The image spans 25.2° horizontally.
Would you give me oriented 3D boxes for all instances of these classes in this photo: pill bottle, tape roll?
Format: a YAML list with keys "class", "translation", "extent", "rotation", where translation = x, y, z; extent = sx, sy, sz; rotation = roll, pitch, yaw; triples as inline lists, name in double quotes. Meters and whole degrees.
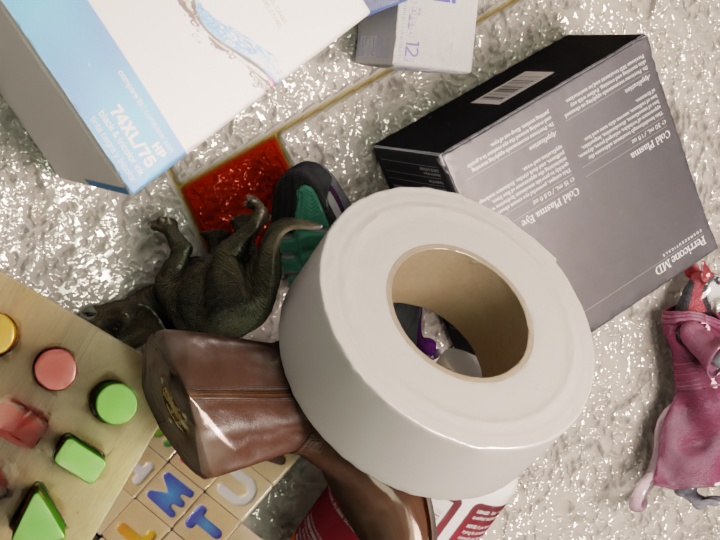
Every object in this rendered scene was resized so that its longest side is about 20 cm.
- class: "pill bottle"
  translation: [0.040, 0.160, 1.149]
  extent: [0.113, 0.113, 0.200]
  rotation: [26, 107, -29]
- class: "tape roll"
  translation: [0.051, 0.044, 1.047]
  extent: [0.202, 0.071, 0.203]
  rotation: [15, 49, -19]

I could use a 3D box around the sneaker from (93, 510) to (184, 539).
- class: "sneaker"
  translation: [-0.119, 0.203, 1.094]
  extent: [0.199, 0.076, 0.088]
  rotation: [9, 84, -5]

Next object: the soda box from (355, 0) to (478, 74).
- class: "soda box"
  translation: [0.047, -0.243, 1.153]
  extent: [0.068, 0.063, 0.201]
  rotation: [2, 97, -27]

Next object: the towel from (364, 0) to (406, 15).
- class: "towel"
  translation: [-0.030, -0.256, 1.070]
  extent: [0.200, 0.147, 0.024]
  rotation: [56, 41, -25]

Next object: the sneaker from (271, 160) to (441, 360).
- class: "sneaker"
  translation: [0.000, 0.000, 1.173]
  extent: [0.087, 0.074, 0.200]
  rotation: [-38, 122, -37]

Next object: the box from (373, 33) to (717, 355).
- class: "box"
  translation: [0.141, -0.054, 1.211]
  extent: [0.200, 0.104, 0.183]
  rotation: [-30, 110, -21]

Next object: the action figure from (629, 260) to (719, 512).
- class: "action figure"
  translation: [0.283, 0.087, 1.336]
  extent: [0.148, 0.134, 0.201]
  rotation: [-12, 92, 16]

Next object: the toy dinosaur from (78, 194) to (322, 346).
- class: "toy dinosaur"
  translation: [-0.093, 0.011, 1.079]
  extent: [0.077, 0.199, 0.103]
  rotation: [22, 62, -55]

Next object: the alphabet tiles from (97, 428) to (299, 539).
- class: "alphabet tiles"
  translation: [-0.139, 0.163, 1.076]
  extent: [0.167, 0.008, 0.200]
  rotation: [37, 70, 16]

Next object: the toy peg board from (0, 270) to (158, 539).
- class: "toy peg board"
  translation: [-0.241, 0.104, 0.993]
  extent: [0.199, 0.098, 0.200]
  rotation: [31, 81, -8]

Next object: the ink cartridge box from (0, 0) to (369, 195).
- class: "ink cartridge box"
  translation: [-0.131, -0.168, 1.019]
  extent: [0.200, 0.147, 0.146]
  rotation: [-40, 113, -17]

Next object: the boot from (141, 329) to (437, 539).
- class: "boot"
  translation: [-0.046, 0.121, 1.019]
  extent: [0.200, 0.064, 0.187]
  rotation: [5, 53, -59]
